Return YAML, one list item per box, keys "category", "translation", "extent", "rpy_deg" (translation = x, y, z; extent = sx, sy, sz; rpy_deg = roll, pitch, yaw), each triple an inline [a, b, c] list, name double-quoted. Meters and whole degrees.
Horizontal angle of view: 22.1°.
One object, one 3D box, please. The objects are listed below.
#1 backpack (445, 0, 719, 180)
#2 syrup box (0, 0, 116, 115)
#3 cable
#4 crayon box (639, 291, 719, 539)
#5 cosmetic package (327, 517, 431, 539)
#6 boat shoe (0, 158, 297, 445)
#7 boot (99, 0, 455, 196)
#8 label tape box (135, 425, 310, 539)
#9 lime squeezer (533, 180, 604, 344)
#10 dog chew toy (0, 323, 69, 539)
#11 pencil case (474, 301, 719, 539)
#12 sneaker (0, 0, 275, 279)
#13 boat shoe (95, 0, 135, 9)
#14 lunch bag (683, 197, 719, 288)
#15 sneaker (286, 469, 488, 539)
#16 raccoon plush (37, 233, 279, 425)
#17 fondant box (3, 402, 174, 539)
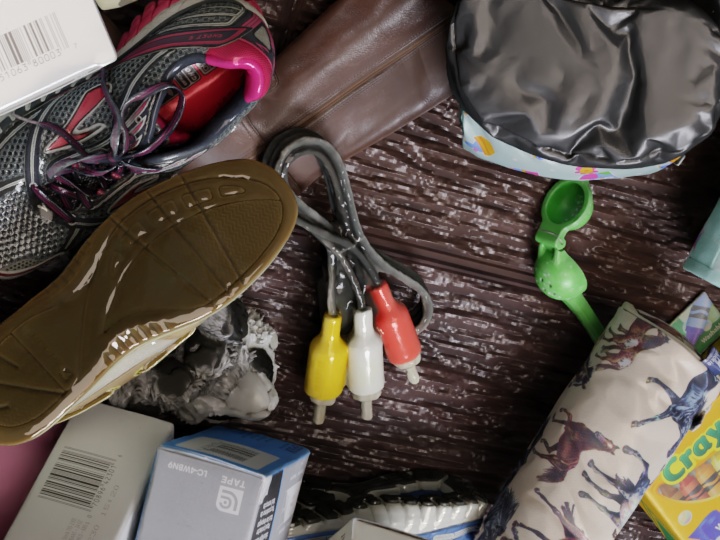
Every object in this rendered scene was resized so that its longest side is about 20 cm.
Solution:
- category: "backpack"
  translation: [0.117, -0.115, 1.027]
  extent: [0.166, 0.200, 0.127]
  rpy_deg: [16, 100, -1]
- category: "syrup box"
  translation: [-0.187, -0.137, 0.894]
  extent: [0.079, 0.200, 0.082]
  rpy_deg: [-26, 112, -12]
- category: "cable"
  translation: [0.000, 0.000, 1.070]
  extent: [0.097, 0.050, 0.201]
  rpy_deg: [-24, 134, -17]
- category: "crayon box"
  translation: [0.247, 0.130, 1.232]
  extent: [0.126, 0.052, 0.200]
  rpy_deg: [-42, 116, -5]
- category: "cosmetic package"
  translation: [-0.027, 0.239, 1.073]
  extent: [0.071, 0.105, 0.200]
  rpy_deg: [21, 134, -26]
- category: "boat shoe"
  translation: [-0.120, 0.014, 0.949]
  extent: [0.200, 0.066, 0.074]
  rpy_deg: [-35, 89, -5]
- category: "boot"
  translation: [-0.047, -0.125, 1.029]
  extent: [0.200, 0.064, 0.187]
  rpy_deg: [-36, 129, -5]
- category: "label tape box"
  translation: [-0.089, 0.191, 0.995]
  extent: [0.066, 0.143, 0.201]
  rpy_deg: [12, 91, 7]
- category: "lime squeezer"
  translation: [0.142, -0.025, 1.150]
  extent: [0.070, 0.038, 0.201]
  rpy_deg: [-7, 107, -20]
- category: "dog chew toy"
  translation: [-0.218, 0.120, 1.011]
  extent: [0.124, 0.124, 0.201]
  rpy_deg: [28, 86, -26]
- category: "pencil case"
  translation: [0.148, 0.124, 1.142]
  extent: [0.089, 0.078, 0.200]
  rpy_deg: [34, 83, -3]
- category: "sneaker"
  translation: [-0.129, -0.067, 0.934]
  extent: [0.200, 0.075, 0.081]
  rpy_deg: [-42, 124, 12]
- category: "boat shoe"
  translation: [-0.097, -0.175, 0.915]
  extent: [0.068, 0.200, 0.075]
  rpy_deg: [-17, 112, 4]
- category: "lunch bag"
  translation: [0.306, -0.036, 1.167]
  extent: [0.200, 0.122, 0.171]
  rpy_deg: [25, 96, -32]
- category: "sneaker"
  translation: [-0.016, 0.178, 1.127]
  extent: [0.199, 0.079, 0.090]
  rpy_deg: [0, 103, -22]
- category: "raccoon plush"
  translation: [-0.116, 0.007, 1.053]
  extent: [0.097, 0.134, 0.200]
  rpy_deg: [-30, 83, 6]
- category: "fondant box"
  translation: [-0.151, 0.191, 0.998]
  extent: [0.058, 0.145, 0.200]
  rpy_deg: [14, 134, 9]
